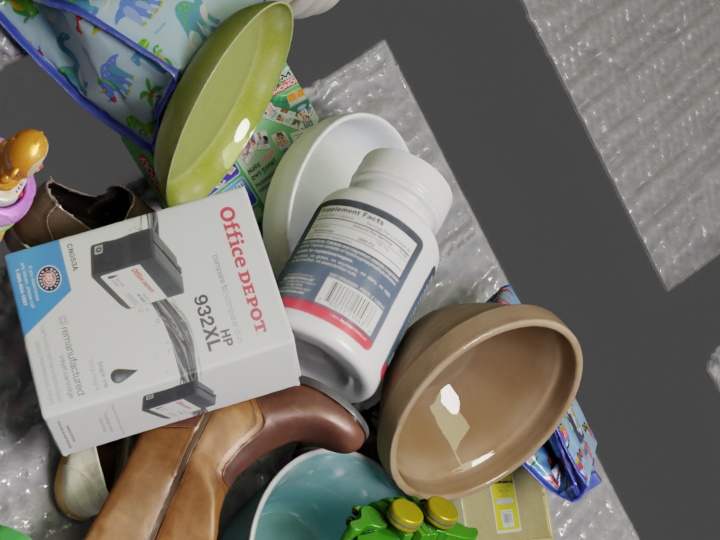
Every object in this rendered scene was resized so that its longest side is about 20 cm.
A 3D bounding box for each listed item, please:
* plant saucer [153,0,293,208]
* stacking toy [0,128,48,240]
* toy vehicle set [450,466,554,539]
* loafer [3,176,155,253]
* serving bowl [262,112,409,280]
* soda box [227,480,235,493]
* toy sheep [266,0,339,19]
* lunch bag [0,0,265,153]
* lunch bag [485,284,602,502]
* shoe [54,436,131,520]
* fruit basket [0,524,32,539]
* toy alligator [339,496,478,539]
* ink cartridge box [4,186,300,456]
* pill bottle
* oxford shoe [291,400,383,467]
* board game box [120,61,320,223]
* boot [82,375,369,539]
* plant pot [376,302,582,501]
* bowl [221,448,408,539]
[{"bbox_3d":[-0.120,-0.143,1.386,0.031,0.201,0.201,29,51,9],"label":"plant saucer"},{"bbox_3d":[-0.285,-0.064,1.223,0.110,0.199,0.117,44,51,-22],"label":"stacking toy"},{"bbox_3d":[0.127,0.206,1.582,0.199,0.026,0.126,12,67,-59],"label":"toy vehicle set"},{"bbox_3d":[-0.195,-0.028,1.364,0.198,0.071,0.073,9,40,-39],"label":"loafer"},{"bbox_3d":[-0.027,-0.047,1.519,0.199,0.065,0.203,-17,111,-51],"label":"serving bowl"},{"bbox_3d":[-0.113,0.111,1.415,0.071,0.063,0.201,47,52,-20],"label":"soda box"},{"bbox_3d":[-0.065,-0.301,1.542,0.199,0.137,0.140,7,72,-46],"label":"toy sheep"},{"bbox_3d":[-0.201,-0.232,1.405,0.199,0.128,0.170,34,49,7],"label":"lunch bag"},{"bbox_3d":[0.160,0.132,1.568,0.201,0.094,0.151,52,14,-4],"label":"lunch bag"},{"bbox_3d":[-0.206,0.101,1.341,0.069,0.053,0.202,19,64,-37],"label":"shoe"},{"bbox_3d":[-0.307,0.259,1.140,0.200,0.183,0.095,-50,150,-41],"label":"fruit basket"},{"bbox_3d":[0.016,0.214,1.367,0.198,0.060,0.054,3,34,-41],"label":"toy alligator"},{"bbox_3d":[-0.161,0.038,1.282,0.198,0.084,0.146,-16,63,-7],"label":"ink cartridge box"},{"bbox_3d":[0.000,0.000,1.412,0.119,0.119,0.201,42,60,-24],"label":"pill bottle"},{"bbox_3d":[0.005,0.160,1.506,0.199,0.072,0.086,13,65,-52],"label":"oxford shoe"},{"bbox_3d":[-0.114,-0.114,1.508,0.200,0.029,0.135,-41,105,-41],"label":"board game box"},{"bbox_3d":[-0.102,0.168,1.293,0.186,0.069,0.202,23,56,-9],"label":"boot"},{"bbox_3d":[0.088,0.096,1.426,0.199,0.202,0.093,4,34,-41],"label":"plant pot"},{"bbox_3d":[-0.046,0.260,1.401,0.199,0.104,0.203,15,66,-38],"label":"bowl"}]
